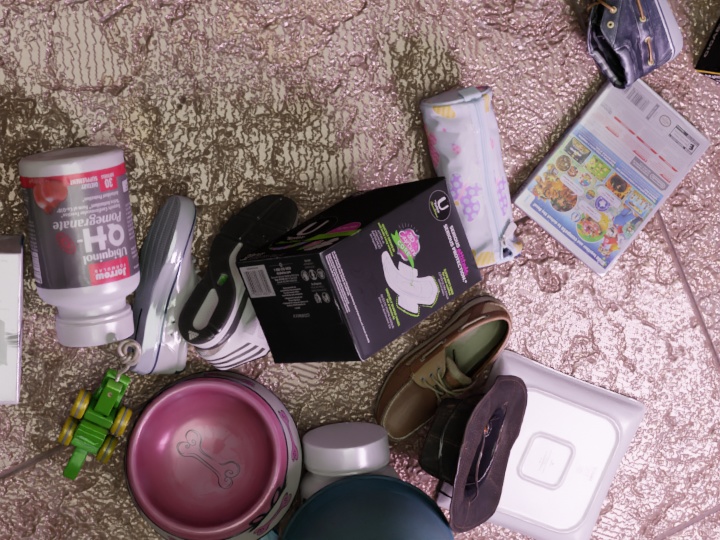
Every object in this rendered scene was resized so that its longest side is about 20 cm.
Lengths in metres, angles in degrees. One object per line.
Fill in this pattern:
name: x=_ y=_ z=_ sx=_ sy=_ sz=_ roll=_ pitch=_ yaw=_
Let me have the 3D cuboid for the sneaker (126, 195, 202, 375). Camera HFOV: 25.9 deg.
sneaker: x=-0.202 y=0.018 z=1.705 sx=0.071 sy=0.073 sz=0.201 roll=9 pitch=102 yaw=-32

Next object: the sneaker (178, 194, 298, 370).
sneaker: x=-0.122 y=0.019 z=1.721 sx=0.075 sy=0.115 sz=0.201 roll=20 pitch=67 yaw=27

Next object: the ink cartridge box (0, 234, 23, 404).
ink cartridge box: x=-0.390 y=0.069 z=1.648 sx=0.066 sy=0.116 sz=0.201 roll=1 pitch=101 yaw=-12

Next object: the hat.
hat: x=0.111 y=0.193 z=1.724 sx=0.081 sy=0.200 sz=0.201 roll=16 pitch=99 yaw=23

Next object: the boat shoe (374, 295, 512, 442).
boat shoe: x=0.095 y=0.111 z=1.765 sx=0.076 sy=0.074 sz=0.200 roll=41 pitch=91 yaw=-14

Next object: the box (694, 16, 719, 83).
box: x=0.455 y=-0.297 z=1.712 sx=0.049 sy=0.160 sz=0.201 roll=24 pitch=96 yaw=-14

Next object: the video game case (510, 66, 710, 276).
video game case: x=0.286 y=-0.113 z=1.788 sx=0.143 sy=0.018 sz=0.200 roll=39 pitch=91 yaw=-15

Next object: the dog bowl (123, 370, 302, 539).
dog bowl: x=-0.164 y=0.205 z=1.697 sx=0.199 sy=0.074 sz=0.201 roll=-1 pitch=80 yaw=4

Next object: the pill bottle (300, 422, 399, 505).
pill bottle: x=-0.008 y=0.280 z=1.757 sx=0.113 sy=0.114 sz=0.201 roll=-6 pitch=102 yaw=-9

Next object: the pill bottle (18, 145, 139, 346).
pill bottle: x=-0.292 y=-0.026 z=1.650 sx=0.110 sy=0.111 sz=0.201 roll=-8 pitch=102 yaw=-9

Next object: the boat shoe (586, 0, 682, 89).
boat shoe: x=0.278 y=-0.301 z=1.714 sx=0.091 sy=0.071 sz=0.201 roll=-36 pitch=107 yaw=-22

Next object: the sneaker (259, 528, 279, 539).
sneaker: x=-0.134 y=0.314 z=1.761 sx=0.082 sy=0.074 sz=0.201 roll=9 pitch=99 yaw=-7

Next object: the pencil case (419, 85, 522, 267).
pencil case: x=0.123 y=-0.103 z=1.723 sx=0.083 sy=0.091 sz=0.201 roll=-14 pitch=102 yaw=-7

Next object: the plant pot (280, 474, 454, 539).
plant pot: x=0.019 y=0.337 z=1.617 sx=0.199 sy=0.188 sz=0.201 roll=-2 pitch=101 yaw=-8

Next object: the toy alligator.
toy alligator: x=-0.275 y=0.141 z=1.688 sx=0.059 sy=0.054 sz=0.200 roll=25 pitch=117 yaw=-8

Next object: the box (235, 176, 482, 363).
box: x=0.000 y=0.000 z=1.649 sx=0.200 sy=0.148 sz=0.125 roll=-31 pitch=107 yaw=-38

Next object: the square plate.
square plate: x=0.215 y=0.218 z=1.831 sx=0.197 sy=0.028 sz=0.201 roll=21 pitch=96 yaw=-13
